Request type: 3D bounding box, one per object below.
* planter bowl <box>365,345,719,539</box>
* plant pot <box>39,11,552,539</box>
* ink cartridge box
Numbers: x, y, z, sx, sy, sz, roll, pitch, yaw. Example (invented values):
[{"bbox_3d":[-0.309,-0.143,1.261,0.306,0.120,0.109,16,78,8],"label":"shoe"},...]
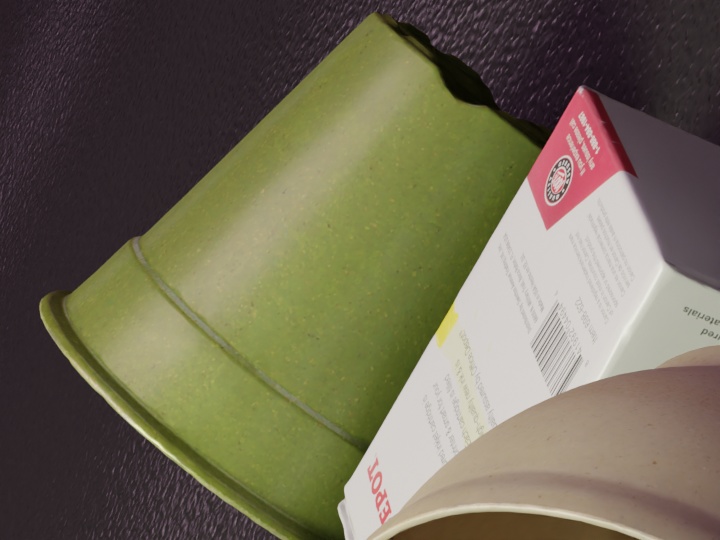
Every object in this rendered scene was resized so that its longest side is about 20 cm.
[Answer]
[{"bbox_3d":[0.106,0.108,0.885,0.200,0.200,0.135,-44,4,48],"label":"planter bowl"},{"bbox_3d":[0.000,0.000,1.258,0.190,0.200,0.200,-52,23,8],"label":"plant pot"},{"bbox_3d":[0.081,0.056,1.105,0.200,0.083,0.145,-60,22,22],"label":"ink cartridge box"}]
